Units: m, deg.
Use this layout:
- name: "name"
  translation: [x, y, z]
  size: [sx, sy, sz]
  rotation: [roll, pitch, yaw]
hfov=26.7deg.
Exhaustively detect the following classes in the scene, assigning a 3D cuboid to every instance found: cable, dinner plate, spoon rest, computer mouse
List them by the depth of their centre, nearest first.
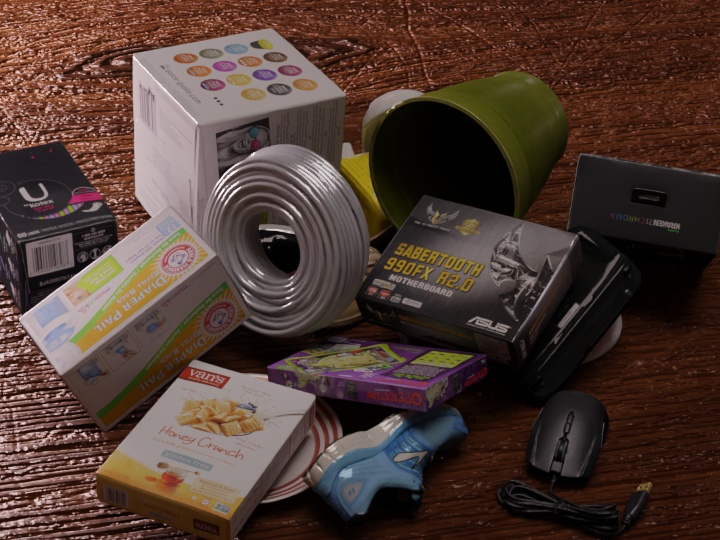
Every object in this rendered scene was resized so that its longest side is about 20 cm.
- name: "computer mouse"
  translation: [0.231, 0.182, 1.525]
  size: [0.139, 0.046, 0.200]
  rotation: [16, 36, 19]
- name: "dinner plate"
  translation: [-0.117, 0.173, 1.527]
  size: [0.197, 0.024, 0.201]
  rotation: [3, 33, -2]
- name: "cable"
  translation: [-0.084, -0.029, 1.622]
  size: [0.069, 0.200, 0.201]
  rotation: [-22, 77, -53]
- name: "spoon rest"
  translation: [0.025, -0.173, 1.935]
  size: [0.099, 0.200, 0.061]
  rotation: [-15, 78, -32]

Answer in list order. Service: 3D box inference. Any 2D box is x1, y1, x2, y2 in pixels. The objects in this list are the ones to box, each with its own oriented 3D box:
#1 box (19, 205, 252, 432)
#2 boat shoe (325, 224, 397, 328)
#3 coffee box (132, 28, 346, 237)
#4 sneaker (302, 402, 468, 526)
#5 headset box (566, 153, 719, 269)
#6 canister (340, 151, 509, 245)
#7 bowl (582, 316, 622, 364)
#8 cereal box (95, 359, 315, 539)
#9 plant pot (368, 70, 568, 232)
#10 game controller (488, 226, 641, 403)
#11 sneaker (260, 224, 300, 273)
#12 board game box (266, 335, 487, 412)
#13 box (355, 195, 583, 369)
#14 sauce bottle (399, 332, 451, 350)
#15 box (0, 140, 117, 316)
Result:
- name: "box"
  translation: [-0.229, 0.048, 1.562]
  size: [0.199, 0.102, 0.112]
  rotation: [-39, 46, -11]
- name: "boat shoe"
  translation: [0.000, 0.000, 1.755]
  size: [0.071, 0.065, 0.200]
  rotation: [23, 38, 27]
- name: "coffee box"
  translation: [-0.150, -0.151, 1.841]
  size: [0.196, 0.202, 0.200]
  rotation: [-14, 38, -26]
- name: "sneaker"
  translation: [0.035, 0.196, 1.483]
  size: [0.199, 0.079, 0.090]
  rotation: [-21, 68, -40]
- name: "headset box"
  translation: [0.332, -0.067, 1.774]
  size: [0.172, 0.094, 0.200]
  rotation: [10, -3, 10]
- name: "canister"
  translation: [0.076, -0.104, 1.898]
  size: [0.198, 0.087, 0.149]
  rotation: [-15, 39, -23]
- name: "bowl"
  translation: [0.206, 0.016, 1.730]
  size: [0.198, 0.091, 0.202]
  rotation: [3, 34, -2]
- name: "cereal box"
  translation: [-0.146, 0.170, 1.472]
  size: [0.142, 0.040, 0.200]
  rotation: [15, 36, 16]
- name: "plant pot"
  translation: [0.144, -0.140, 1.764]
  size: [0.199, 0.202, 0.193]
  rotation: [23, 38, 27]
- name: "game controller"
  translation: [0.216, 0.045, 1.645]
  size: [0.104, 0.042, 0.200]
  rotation: [38, 73, 14]
- name: "sneaker"
  translation: [-0.149, 0.012, 1.727]
  size: [0.197, 0.074, 0.112]
  rotation: [-6, 38, -1]
- name: "board game box"
  translation: [0.017, 0.104, 1.557]
  size: [0.198, 0.033, 0.119]
  rotation: [5, 13, 36]
- name: "box"
  translation: [0.117, 0.009, 1.624]
  size: [0.198, 0.049, 0.159]
  rotation: [17, 56, 31]
- name: "sauce bottle"
  translation: [0.072, 0.059, 1.672]
  size: [0.065, 0.067, 0.201]
  rotation: [2, 40, -3]
- name: "box"
  translation: [-0.368, -0.052, 1.759]
  size: [0.121, 0.107, 0.200]
  rotation: [-14, 37, -26]
